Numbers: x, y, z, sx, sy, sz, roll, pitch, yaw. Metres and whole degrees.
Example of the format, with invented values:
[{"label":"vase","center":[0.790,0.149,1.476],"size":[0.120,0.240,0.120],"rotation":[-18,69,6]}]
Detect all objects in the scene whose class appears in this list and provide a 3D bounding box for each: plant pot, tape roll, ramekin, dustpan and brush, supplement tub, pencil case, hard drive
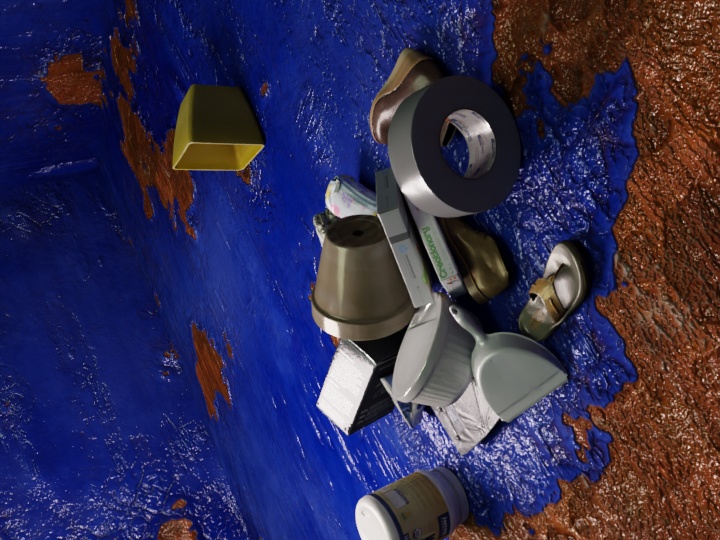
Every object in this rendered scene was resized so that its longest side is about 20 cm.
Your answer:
[{"label":"plant pot","center":[-0.389,-0.383,1.870],"size":[0.200,0.200,0.177],"rotation":[-25,71,60]},{"label":"tape roll","center":[0.140,-0.180,1.037],"size":[0.066,0.200,0.201],"rotation":[-9,97,61]},{"label":"ramekin","center":[0.138,0.145,1.230],"size":[0.202,0.094,0.203],"rotation":[-158,90,-82]},{"label":"dustpan and brush","center":[0.213,0.132,1.121],"size":[0.200,0.057,0.140],"rotation":[42,114,-12]},{"label":"supplement tub","center":[0.106,0.494,1.427],"size":[0.144,0.200,0.145],"rotation":[35,133,48]},{"label":"plant pot","center":[0.000,0.000,1.286],"size":[0.200,0.200,0.174],"rotation":[39,144,46]},{"label":"pencil case","center":[0.010,-0.124,1.405],"size":[0.200,0.083,0.091],"rotation":[39,150,45]},{"label":"hard drive","center":[0.204,0.243,1.296],"size":[0.135,0.042,0.200],"rotation":[57,146,26]}]

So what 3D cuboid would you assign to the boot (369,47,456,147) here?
[{"label":"boot","center":[0.093,-0.261,1.205],"size":[0.166,0.072,0.200],"rotation":[56,143,32]}]

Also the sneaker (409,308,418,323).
[{"label":"sneaker","center":[0.048,0.033,1.434],"size":[0.201,0.067,0.108],"rotation":[25,125,54]}]

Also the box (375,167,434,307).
[{"label":"box","center":[0.077,-0.059,1.224],"size":[0.156,0.041,0.200],"rotation":[-89,-20,-58]}]

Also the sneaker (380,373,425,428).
[{"label":"sneaker","center":[0.119,0.241,1.408],"size":[0.081,0.115,0.200],"rotation":[55,175,32]}]

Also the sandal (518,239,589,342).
[{"label":"sandal","center":[0.279,0.041,1.056],"size":[0.082,0.055,0.200],"rotation":[57,146,28]}]

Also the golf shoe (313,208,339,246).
[{"label":"golf shoe","center":[-0.044,-0.039,1.577],"size":[0.097,0.078,0.200],"rotation":[106,145,-74]}]

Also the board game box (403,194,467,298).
[{"label":"board game box","center":[0.125,-0.059,1.206],"size":[0.126,0.035,0.200],"rotation":[45,-157,-68]}]

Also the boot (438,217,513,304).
[{"label":"boot","center":[0.191,-0.048,1.176],"size":[0.075,0.074,0.200],"rotation":[-36,65,28]}]

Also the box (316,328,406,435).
[{"label":"box","center":[0.016,0.215,1.443],"size":[0.104,0.148,0.200],"rotation":[37,123,29]}]
